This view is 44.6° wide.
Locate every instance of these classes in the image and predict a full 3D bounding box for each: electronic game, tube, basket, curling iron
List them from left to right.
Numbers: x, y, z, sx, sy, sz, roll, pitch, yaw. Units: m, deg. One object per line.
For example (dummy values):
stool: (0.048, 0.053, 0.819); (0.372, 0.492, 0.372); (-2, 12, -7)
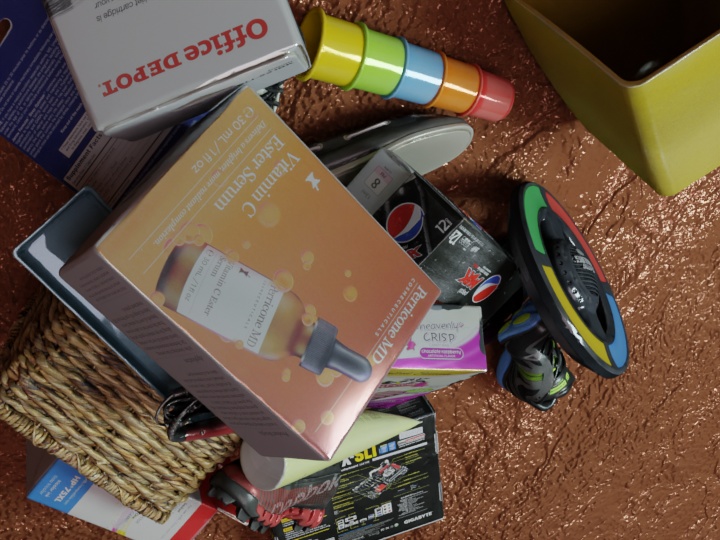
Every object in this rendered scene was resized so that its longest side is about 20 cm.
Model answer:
basket: (-0.195, 0.083, 0.745); (0.149, 0.143, 0.200); (-45, 120, 2)
curling iron: (-0.075, 0.110, 0.698); (0.199, 0.026, 0.050); (8, 117, -48)
tube: (-0.024, 0.150, 0.791); (0.052, 0.058, 0.199); (-51, 157, 25)
electronic game: (0.198, 0.007, 0.827); (0.041, 0.201, 0.200); (-29, 129, 27)

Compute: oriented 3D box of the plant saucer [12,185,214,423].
plant saucer: (-0.159, 0.031, 0.646); (0.070, 0.019, 0.200); (-43, 118, -9)

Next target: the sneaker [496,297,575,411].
sneaker: (0.185, 0.086, 0.894); (0.071, 0.083, 0.200); (-42, 154, -17)

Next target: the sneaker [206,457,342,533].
sneaker: (-0.070, 0.188, 0.815); (0.098, 0.071, 0.200); (-56, 155, -2)

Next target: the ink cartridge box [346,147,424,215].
ink cartridge box: (0.000, 0.000, 0.793); (0.200, 0.057, 0.162); (-51, 152, 7)

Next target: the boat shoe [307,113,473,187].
boat shoe: (0.002, -0.104, 0.769); (0.198, 0.057, 0.067); (-23, 154, -12)

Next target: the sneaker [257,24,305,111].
sneaker: (-0.085, -0.152, 0.676); (0.076, 0.087, 0.202); (-40, 138, -44)

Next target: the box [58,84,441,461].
box: (-0.072, 0.008, 0.599); (0.200, 0.106, 0.153); (45, 63, -17)

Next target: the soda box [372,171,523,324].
soda box: (0.079, -0.013, 0.762); (0.071, 0.063, 0.200); (-45, 152, 9)

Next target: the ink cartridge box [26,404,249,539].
ink cartridge box: (-0.207, 0.187, 0.819); (0.199, 0.116, 0.067); (36, 101, -32)

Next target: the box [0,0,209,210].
box: (-0.199, -0.118, 0.663); (0.200, 0.032, 0.121); (39, 111, -15)

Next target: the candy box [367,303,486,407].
candy box: (0.008, 0.083, 0.803); (0.135, 0.062, 0.200); (4, 161, -22)

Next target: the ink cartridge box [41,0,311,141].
ink cartridge box: (-0.134, -0.204, 0.575); (0.143, 0.084, 0.202); (-21, 91, 4)

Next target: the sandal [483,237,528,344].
sandal: (0.125, 0.051, 0.909); (0.075, 0.048, 0.201); (32, 104, -32)

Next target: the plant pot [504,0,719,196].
plant pot: (0.266, -0.188, 0.748); (0.199, 0.201, 0.177); (-32, 136, 0)

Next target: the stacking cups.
stacking cups: (0.044, -0.166, 0.745); (0.198, 0.061, 0.061); (11, 114, -25)

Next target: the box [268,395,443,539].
box: (-0.010, 0.232, 0.963); (0.198, 0.049, 0.161); (-16, 120, -12)
